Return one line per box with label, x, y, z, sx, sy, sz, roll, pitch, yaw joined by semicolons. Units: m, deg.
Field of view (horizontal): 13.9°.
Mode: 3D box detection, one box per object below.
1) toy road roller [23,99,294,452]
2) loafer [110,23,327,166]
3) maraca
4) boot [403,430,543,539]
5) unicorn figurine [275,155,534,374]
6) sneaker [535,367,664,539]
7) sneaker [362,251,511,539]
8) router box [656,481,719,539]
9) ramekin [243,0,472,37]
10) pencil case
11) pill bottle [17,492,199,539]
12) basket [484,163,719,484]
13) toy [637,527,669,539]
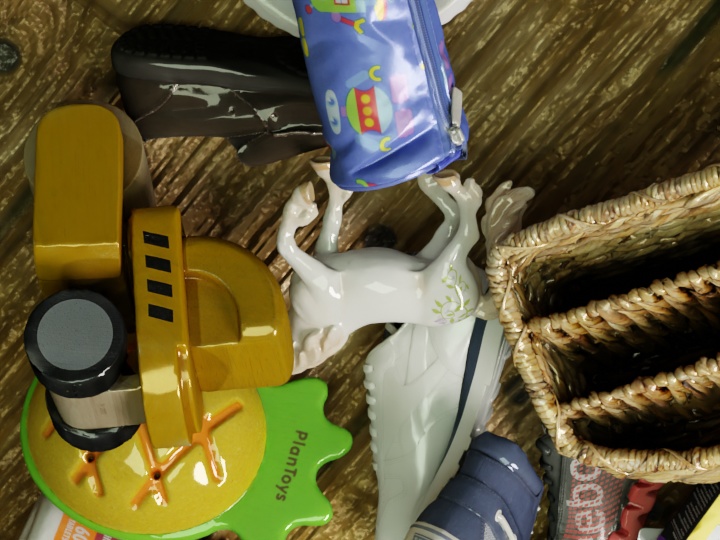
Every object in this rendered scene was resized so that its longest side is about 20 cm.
toy road roller;-0.115;0.005;1.700;0.146;0.123;0.200;-4;66;0
loafer;-0.047;-0.097;1.735;0.200;0.073;0.071;9;118;6
maraca;-0.107;0.101;1.780;0.200;0.107;0.137;14;77;8
boot;0.084;0.171;1.801;0.073;0.200;0.090;28;75;19
unicorn figurine;0.000;0.000;1.726;0.200;0.074;0.138;6;118;19
sneaker;0.143;0.127;1.812;0.098;0.071;0.201;27;117;5
sneaker;0.037;0.084;1.805;0.080;0.076;0.200;20;108;8
router box;0.297;0.165;1.758;0.200;0.051;0.149;32;101;-11
ramekin;-0.001;-0.216;1.668;0.202;0.094;0.203;1;112;1
pencil case;0.006;-0.139;1.605;0.087;0.078;0.200;2;116;33
pill bottle;-0.122;0.216;1.833;0.200;0.110;0.110;24;110;-7
basket;0.189;0.038;1.660;0.200;0.149;0.143;-17;68;22
toy;0.248;0.212;1.833;0.200;0.047;0.115;4;102;-18
